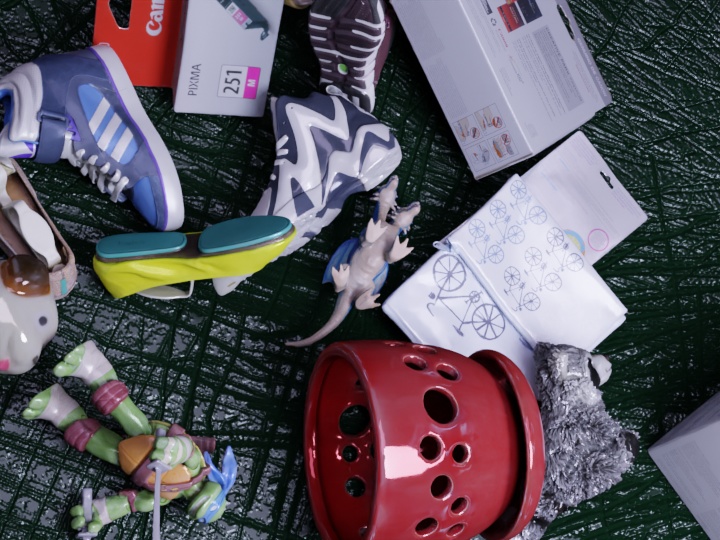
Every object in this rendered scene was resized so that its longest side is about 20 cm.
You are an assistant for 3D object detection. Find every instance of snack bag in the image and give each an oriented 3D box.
[{"bbox_3d":[0.141,0.038,1.603,0.200,0.021,0.189,-41,98,-13],"label":"snack bag"}]

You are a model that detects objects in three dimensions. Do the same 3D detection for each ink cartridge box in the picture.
[{"bbox_3d":[-0.165,-0.241,1.551,0.172,0.201,0.044,1,43,-14],"label":"ink cartridge box"},{"bbox_3d":[0.148,-0.221,1.650,0.175,0.084,0.201,-31,97,-47],"label":"ink cartridge box"}]

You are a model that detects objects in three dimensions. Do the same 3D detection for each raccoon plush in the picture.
[{"bbox_3d":[0.177,0.163,1.548,0.200,0.097,0.134,-47,105,-22],"label":"raccoon plush"}]

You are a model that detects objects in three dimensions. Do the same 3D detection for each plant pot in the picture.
[{"bbox_3d":[0.060,0.160,1.482,0.181,0.200,0.202,-3,74,-20],"label":"plant pot"}]

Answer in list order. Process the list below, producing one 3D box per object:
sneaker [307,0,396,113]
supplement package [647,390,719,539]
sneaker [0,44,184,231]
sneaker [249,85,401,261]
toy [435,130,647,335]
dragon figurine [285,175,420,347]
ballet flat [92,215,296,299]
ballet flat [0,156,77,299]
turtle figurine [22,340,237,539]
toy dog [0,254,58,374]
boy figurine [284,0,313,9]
[{"bbox_3d":[-0.002,-0.252,1.606,0.075,0.201,0.116,17,59,6],"label":"sneaker"},{"bbox_3d":[0.412,0.176,1.568,0.150,0.200,0.152,-34,84,-21],"label":"supplement package"},{"bbox_3d":[-0.268,-0.108,1.533,0.146,0.081,0.201,-23,85,-26],"label":"sneaker"},{"bbox_3d":[-0.072,-0.105,1.593,0.199,0.080,0.130,-39,73,-1],"label":"sneaker"},{"bbox_3d":[0.181,-0.036,1.657,0.200,0.047,0.115,-38,89,-17],"label":"toy"},{"bbox_3d":[0.000,0.000,1.590,0.059,0.099,0.201,31,87,-5],"label":"dragon figurine"},{"bbox_3d":[-0.152,-0.007,1.527,0.198,0.067,0.068,-7,118,8],"label":"ballet flat"},{"bbox_3d":[-0.329,-0.064,1.519,0.068,0.067,0.200,-38,85,-21],"label":"ballet flat"},{"bbox_3d":[-0.219,0.174,1.434,0.194,0.144,0.200,44,64,6],"label":"turtle figurine"},{"bbox_3d":[-0.372,0.046,1.453,0.198,0.140,0.195,1,39,-13],"label":"toy dog"},{"bbox_3d":[-0.072,-0.318,1.594,0.064,0.199,0.126,-7,91,-32],"label":"boy figurine"}]
